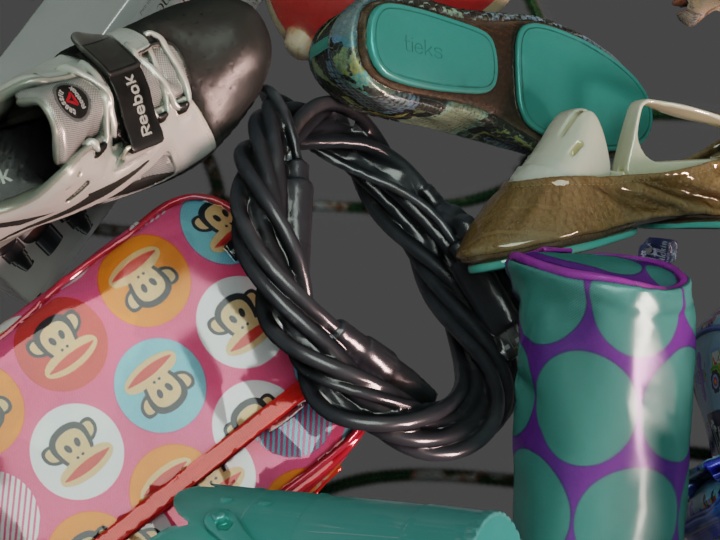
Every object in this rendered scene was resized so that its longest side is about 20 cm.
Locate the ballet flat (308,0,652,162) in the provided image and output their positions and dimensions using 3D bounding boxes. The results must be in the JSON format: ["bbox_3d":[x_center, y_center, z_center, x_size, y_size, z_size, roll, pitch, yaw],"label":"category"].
[{"bbox_3d":[0.058,-0.095,1.008,0.199,0.074,0.075,15,73,-36],"label":"ballet flat"}]

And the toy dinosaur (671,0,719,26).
[{"bbox_3d":[0.268,-0.165,1.046,0.199,0.086,0.136,-22,73,-15],"label":"toy dinosaur"}]

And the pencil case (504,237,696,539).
[{"bbox_3d":[0.106,0.088,0.924,0.084,0.092,0.202,-5,104,-27],"label":"pencil case"}]

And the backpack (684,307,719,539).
[{"bbox_3d":[0.215,0.090,0.926,0.134,0.183,0.201,-24,84,-7],"label":"backpack"}]

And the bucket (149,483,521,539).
[{"bbox_3d":[-0.005,0.190,0.843,0.134,0.207,0.209,-3,76,18],"label":"bucket"}]

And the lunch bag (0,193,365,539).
[{"bbox_3d":[-0.097,0.082,0.960,0.200,0.082,0.177,-38,87,-12],"label":"lunch bag"}]

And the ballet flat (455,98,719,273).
[{"bbox_3d":[0.132,-0.046,0.989,0.198,0.068,0.073,-9,94,-23],"label":"ballet flat"}]

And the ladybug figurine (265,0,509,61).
[{"bbox_3d":[0.028,-0.188,1.032,0.135,0.072,0.201,34,77,3],"label":"ladybug figurine"}]

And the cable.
[{"bbox_3d":[0.000,0.000,0.956,0.201,0.051,0.163,55,39,3],"label":"cable"}]

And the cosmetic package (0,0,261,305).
[{"bbox_3d":[-0.132,-0.087,0.985,0.050,0.083,0.201,26,75,31],"label":"cosmetic package"}]

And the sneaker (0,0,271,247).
[{"bbox_3d":[-0.119,-0.066,0.897,0.199,0.088,0.074,-33,91,-17],"label":"sneaker"}]
